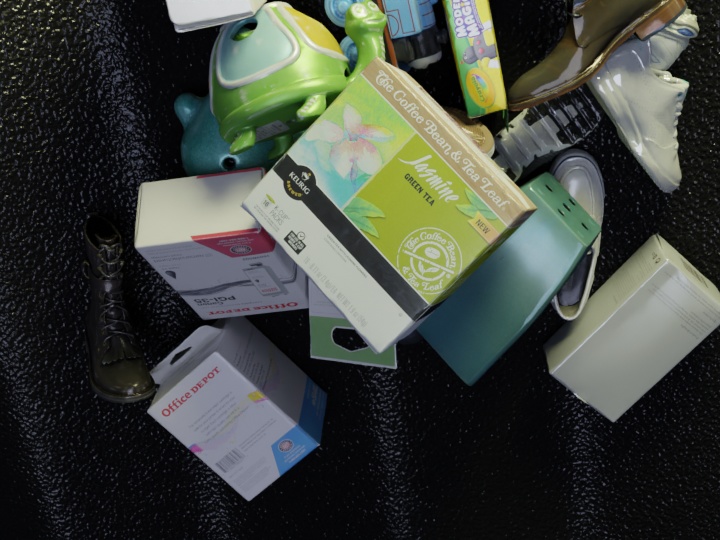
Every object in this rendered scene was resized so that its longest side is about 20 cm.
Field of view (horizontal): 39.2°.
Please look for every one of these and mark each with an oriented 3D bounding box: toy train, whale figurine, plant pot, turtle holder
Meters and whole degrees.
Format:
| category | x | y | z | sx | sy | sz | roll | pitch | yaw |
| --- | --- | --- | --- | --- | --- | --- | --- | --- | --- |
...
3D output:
| category | x | y | z | sx | sy | sz | roll | pitch | yaw |
| --- | --- | --- | --- | --- | --- | --- | --- | --- | --- |
| toy train | 0.024 | -0.291 | 1.058 | 0.113 | 0.087 | 0.201 | -7 | 114 | 20 |
| whale figurine | -0.132 | -0.167 | 1.123 | 0.158 | 0.104 | 0.201 | 13 | 113 | -2 |
| plant pot | 0.161 | -0.005 | 1.126 | 0.141 | 0.141 | 0.200 | 47 | 117 | 5 |
| turtle holder | -0.071 | -0.201 | 1.014 | 0.185 | 0.141 | 0.133 | -24 | 83 | 39 |

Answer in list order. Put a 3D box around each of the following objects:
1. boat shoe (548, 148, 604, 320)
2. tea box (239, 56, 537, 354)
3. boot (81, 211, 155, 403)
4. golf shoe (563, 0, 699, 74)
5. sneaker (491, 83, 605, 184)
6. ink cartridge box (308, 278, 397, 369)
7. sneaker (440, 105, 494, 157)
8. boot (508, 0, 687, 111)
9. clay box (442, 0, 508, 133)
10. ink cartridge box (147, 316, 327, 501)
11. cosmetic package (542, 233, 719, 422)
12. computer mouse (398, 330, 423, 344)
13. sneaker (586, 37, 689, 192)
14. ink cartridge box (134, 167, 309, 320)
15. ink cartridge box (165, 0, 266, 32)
| category | x | y | z | sx | sy | sz | roll | pitch | yaw |
| --- | --- | --- | --- | --- | --- | --- | --- | --- | --- |
| boat shoe | 0.246 | -0.038 | 1.178 | 0.071 | 0.066 | 0.201 | 5 | 115 | 2 |
| tea box | 0.031 | -0.063 | 0.982 | 0.200 | 0.134 | 0.197 | 46 | 103 | 7 |
| boot | -0.295 | 0.041 | 1.192 | 0.069 | 0.200 | 0.175 | -11 | 124 | -26 |
| golf shoe | 0.254 | -0.266 | 1.073 | 0.199 | 0.078 | 0.098 | 24 | 120 | -6 |
| sneaker | 0.185 | -0.143 | 1.137 | 0.200 | 0.090 | 0.067 | -37 | 91 | -8 |
| ink cartridge box | 0.000 | 0.000 | 1.122 | 0.145 | 0.048 | 0.202 | 2 | 98 | 47 |
| sneaker | 0.062 | -0.121 | 1.114 | 0.199 | 0.071 | 0.113 | 20 | 138 | 33 |
| boot | 0.215 | -0.247 | 1.006 | 0.199 | 0.075 | 0.097 | -34 | 110 | 7 |
| clay box | 0.117 | -0.249 | 1.064 | 0.047 | 0.115 | 0.201 | -10 | 113 | 8 |
| ink cartridge box | -0.157 | 0.155 | 1.259 | 0.128 | 0.125 | 0.200 | -39 | 105 | 18 |
| cosmetic package | 0.328 | 0.072 | 1.216 | 0.113 | 0.081 | 0.200 | 39 | 112 | -13 |
| computer mouse | 0.011 | 0.018 | 1.237 | 0.059 | 0.034 | 0.200 | -39 | 106 | 20 |
| sneaker | 0.320 | -0.167 | 1.092 | 0.088 | 0.075 | 0.200 | -35 | 129 | 11 |
| ink cartridge box | -0.144 | -0.024 | 1.137 | 0.145 | 0.083 | 0.200 | -7 | 153 | 12 |
| ink cartridge box | -0.142 | -0.332 | 0.996 | 0.083 | 0.200 | 0.146 | -9 | 114 | 8 |
